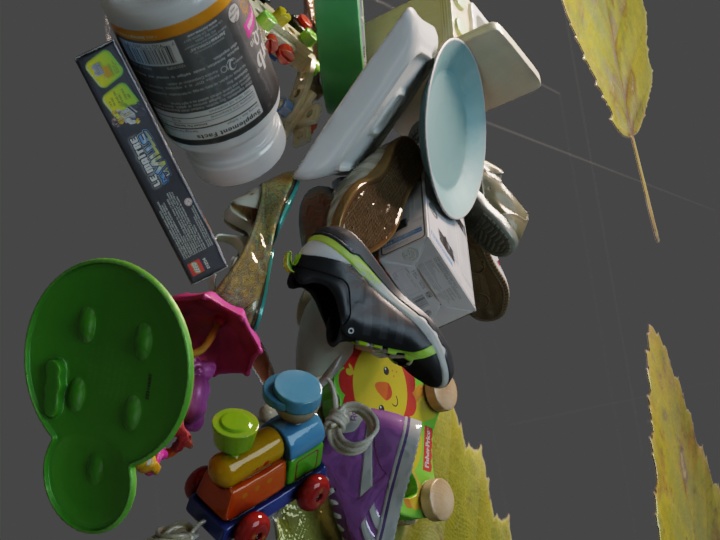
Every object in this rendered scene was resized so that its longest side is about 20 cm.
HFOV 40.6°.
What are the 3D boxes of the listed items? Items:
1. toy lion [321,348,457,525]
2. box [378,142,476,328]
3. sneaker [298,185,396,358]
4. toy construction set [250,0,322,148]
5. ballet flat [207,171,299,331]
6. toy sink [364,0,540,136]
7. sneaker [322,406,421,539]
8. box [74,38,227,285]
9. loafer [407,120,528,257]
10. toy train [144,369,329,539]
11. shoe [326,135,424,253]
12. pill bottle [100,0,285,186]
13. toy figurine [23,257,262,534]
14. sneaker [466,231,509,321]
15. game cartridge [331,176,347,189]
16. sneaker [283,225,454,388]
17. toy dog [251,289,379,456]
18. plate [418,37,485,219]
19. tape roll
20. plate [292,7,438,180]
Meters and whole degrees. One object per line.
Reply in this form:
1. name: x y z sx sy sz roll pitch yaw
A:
1. toy lion: 0.025 0.165 1.076 0.191 0.068 0.202 27 57 -42
2. box: 0.072 -0.043 1.097 0.117 0.060 0.201 55 20 -29
3. sneaker: 0.000 0.000 1.064 0.201 0.071 0.080 63 23 7
4. toy construction set: -0.093 -0.224 0.994 0.200 0.092 0.132 50 16 -47
5. ballet flat: -0.108 -0.031 0.937 0.071 0.070 0.201 48 41 -37
6. toy sink: 0.107 -0.269 1.212 0.130 0.199 0.113 33 47 -46
7. sneaker: -0.014 0.232 0.986 0.073 0.113 0.203 -84 -173 -82
8. box: -0.175 -0.093 0.818 0.201 0.034 0.110 66 -7 -18
9. loafer: 0.135 -0.108 1.217 0.069 0.075 0.201 -37 87 -34
10. toy train: -0.109 0.165 0.795 0.199 0.084 0.117 -24 134 -41
11. shoe: 0.009 -0.073 1.022 0.070 0.053 0.200 58 39 -19
12. pill bottle: -0.137 -0.177 0.852 0.201 0.115 0.117 70 27 -48
13. toy figurine: -0.152 0.090 0.781 0.184 0.149 0.202 -3 103 -66
14. sneaker: 0.157 -0.030 1.332 0.113 0.070 0.201 -86 159 -48
15. game cartridge: 0.038 -0.045 1.186 0.199 0.041 0.135 -4 79 -57
16. sneaker: 0.002 0.050 0.912 0.200 0.072 0.083 48 64 -11
17. toy dog: -0.046 0.076 0.949 0.097 0.130 0.201 77 15 -44
18. plate: 0.101 -0.158 1.100 0.200 0.025 0.203 -6 97 -64
19. tape roll: -0.021 -0.276 1.078 0.200 0.048 0.203 -4 90 -88
20. plate: 0.018 -0.173 1.021 0.032 0.200 0.200 37 13 5
